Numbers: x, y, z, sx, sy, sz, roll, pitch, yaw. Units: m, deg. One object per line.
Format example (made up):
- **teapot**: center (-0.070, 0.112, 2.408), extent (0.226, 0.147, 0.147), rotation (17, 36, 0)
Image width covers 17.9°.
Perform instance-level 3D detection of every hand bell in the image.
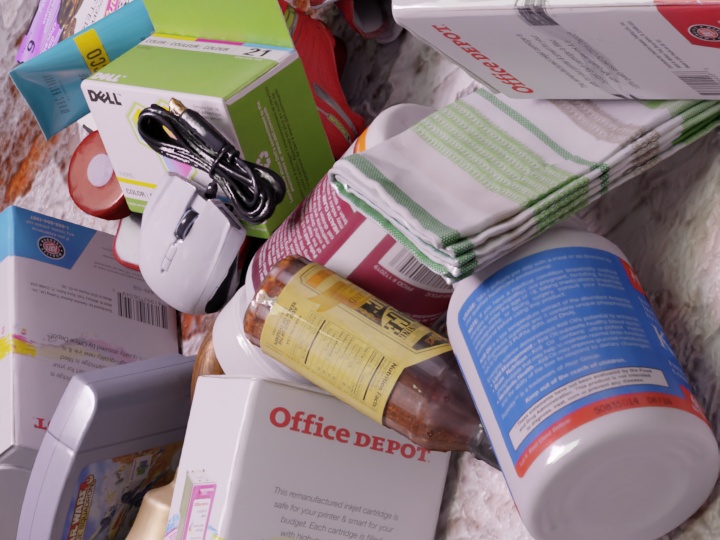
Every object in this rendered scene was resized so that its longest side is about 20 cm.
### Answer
- **hand bell**: center (-0.109, 0.122, 1.529), extent (0.104, 0.104, 0.200), rotation (23, 101, 56)

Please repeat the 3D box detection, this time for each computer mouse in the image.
- **computer mouse**: center (-0.109, -0.023, 1.475), extent (0.044, 0.110, 0.200), rotation (-44, -15, -31)

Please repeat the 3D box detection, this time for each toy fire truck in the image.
- **toy fire truck**: center (-0.103, -0.086, 1.640), extent (0.168, 0.112, 0.200), rotation (16, 88, 36)

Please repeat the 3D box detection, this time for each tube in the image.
- **tube**: center (-0.144, -0.165, 1.579), extent (0.200, 0.077, 0.050), rotation (-32, 49, -7)

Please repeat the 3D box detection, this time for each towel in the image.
- **towel**: center (0.094, -0.078, 1.293), extent (0.200, 0.031, 0.149), rotation (-31, 36, -13)

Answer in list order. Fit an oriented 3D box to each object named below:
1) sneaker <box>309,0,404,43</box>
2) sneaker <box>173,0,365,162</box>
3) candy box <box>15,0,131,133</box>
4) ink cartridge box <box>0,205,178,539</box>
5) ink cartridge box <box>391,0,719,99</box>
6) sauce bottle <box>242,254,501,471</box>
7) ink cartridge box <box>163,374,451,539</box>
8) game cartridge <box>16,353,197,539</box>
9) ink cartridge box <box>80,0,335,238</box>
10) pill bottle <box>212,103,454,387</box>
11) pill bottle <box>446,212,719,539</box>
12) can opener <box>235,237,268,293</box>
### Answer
- **sneaker**: center (-0.020, -0.215, 1.593), extent (0.200, 0.071, 0.113), rotation (2, 74, 54)
- **sneaker**: center (-0.063, -0.158, 1.550), extent (0.077, 0.085, 0.200), rotation (-9, 112, 52)
- **candy box**: center (-0.185, -0.202, 1.826), extent (0.200, 0.071, 0.168), rotation (41, 110, 55)
- **ink cartridge box**: center (-0.231, 0.086, 1.702), extent (0.146, 0.147, 0.200), rotation (-38, 47, 41)
- **ink cartridge box**: center (0.138, -0.150, 1.209), extent (0.200, 0.144, 0.084), rotation (2, 76, 31)
- **sauce bottle**: center (0.027, 0.062, 1.333), extent (0.200, 0.066, 0.066), rotation (30, 105, 15)
- **ink cartridge box**: center (-0.039, 0.172, 1.385), extent (0.085, 0.144, 0.200), rotation (0, 76, 62)
- **game cartridge**: center (-0.171, 0.156, 1.565), extent (0.042, 0.133, 0.200), rotation (30, 117, 31)
- **ink cartridge box**: center (-0.114, -0.133, 1.485), extent (0.148, 0.200, 0.076), rotation (11, 41, 44)
- **pill bottle**: center (0.000, 0.000, 1.433), extent (0.200, 0.114, 0.114), rotation (-46, 42, 34)
- **pill bottle**: center (0.112, 0.047, 1.251), extent (0.112, 0.112, 0.200), rotation (-51, 40, 30)
- **can opener**: center (-0.070, 0.026, 1.573), extent (0.063, 0.079, 0.200), rotation (59, 134, 39)
